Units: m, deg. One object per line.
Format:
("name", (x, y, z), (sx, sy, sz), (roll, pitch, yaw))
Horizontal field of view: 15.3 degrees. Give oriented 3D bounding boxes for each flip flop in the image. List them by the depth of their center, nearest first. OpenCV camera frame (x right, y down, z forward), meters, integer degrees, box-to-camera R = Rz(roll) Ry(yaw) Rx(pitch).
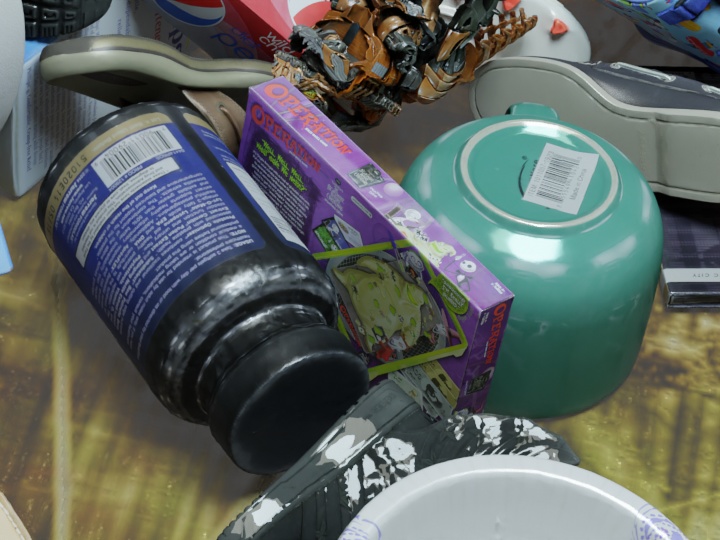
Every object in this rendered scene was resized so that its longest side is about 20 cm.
("flip flop", (-0.096, -0.089, 1.518), (0.199, 0.081, 0.058), (13, 68, -46))

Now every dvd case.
("dvd case", (0.237, -0.052, 1.603), (0.148, 0.016, 0.201), (0, 44, -9))

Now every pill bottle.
("pill bottle", (-0.081, 0.010, 1.423), (0.111, 0.112, 0.200), (-19, 50, -25))

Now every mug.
("mug", (0.082, -0.023, 1.479), (0.151, 0.115, 0.185), (-17, 50, -24))

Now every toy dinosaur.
("toy dinosaur", (0.028, -0.143, 1.534), (0.102, 0.136, 0.200), (26, 24, 14))

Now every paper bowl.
("paper bowl", (0.071, 0.194, 1.257), (0.199, 0.105, 0.201), (5, 50, -6))

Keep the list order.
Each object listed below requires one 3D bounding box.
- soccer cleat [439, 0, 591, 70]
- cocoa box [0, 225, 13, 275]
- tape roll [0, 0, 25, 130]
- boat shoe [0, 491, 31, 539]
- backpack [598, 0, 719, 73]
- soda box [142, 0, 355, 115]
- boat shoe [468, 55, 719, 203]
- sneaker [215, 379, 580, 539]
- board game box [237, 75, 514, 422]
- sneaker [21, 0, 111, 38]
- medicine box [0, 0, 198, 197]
("soccer cleat", (0.046, -0.163, 1.653), (0.199, 0.070, 0.078), (15, 19, -2))
("cocoa box", (-0.295, -0.037, 1.372), (0.199, 0.134, 0.131), (-18, 11, -13))
("tape roll", (-0.276, -0.138, 1.482), (0.202, 0.204, 0.037), (26, 28, 17))
("boat shoe", (-0.224, 0.103, 1.337), (0.074, 0.069, 0.200), (-30, 55, -32))
("backpack", (0.233, -0.189, 1.646), (0.200, 0.135, 0.182), (28, 4, -39))
("soda box", (-0.067, -0.165, 1.546), (0.200, 0.063, 0.070), (39, 56, -32))
("boat shoe", (0.159, -0.086, 1.584), (0.199, 0.073, 0.063), (16, 26, 29))
("sneaker", (0.009, 0.131, 1.347), (0.104, 0.060, 0.200), (42, 65, 10))
("board game box", (0.000, 0.000, 1.441), (0.032, 0.120, 0.200), (-25, 54, -29))
("sneaker", (-0.215, -0.201, 1.504), (0.199, 0.076, 0.091), (31, 39, 16))
("medicine box", (-0.212, -0.168, 1.592), (0.182, 0.103, 0.200), (28, 48, 19))
